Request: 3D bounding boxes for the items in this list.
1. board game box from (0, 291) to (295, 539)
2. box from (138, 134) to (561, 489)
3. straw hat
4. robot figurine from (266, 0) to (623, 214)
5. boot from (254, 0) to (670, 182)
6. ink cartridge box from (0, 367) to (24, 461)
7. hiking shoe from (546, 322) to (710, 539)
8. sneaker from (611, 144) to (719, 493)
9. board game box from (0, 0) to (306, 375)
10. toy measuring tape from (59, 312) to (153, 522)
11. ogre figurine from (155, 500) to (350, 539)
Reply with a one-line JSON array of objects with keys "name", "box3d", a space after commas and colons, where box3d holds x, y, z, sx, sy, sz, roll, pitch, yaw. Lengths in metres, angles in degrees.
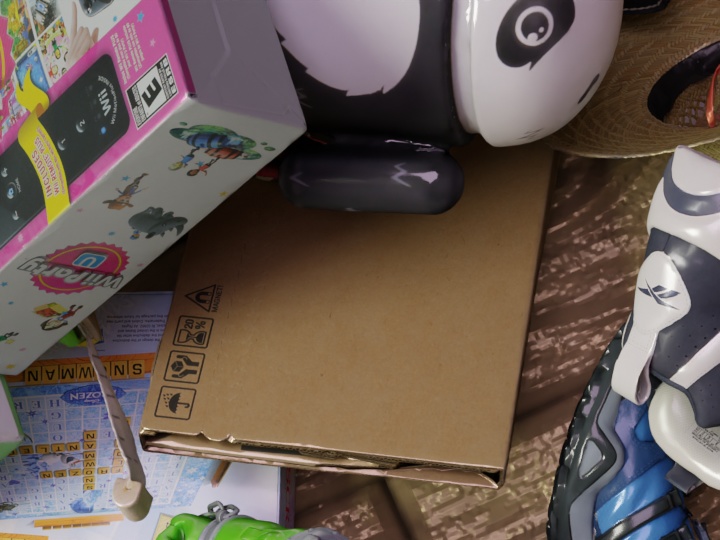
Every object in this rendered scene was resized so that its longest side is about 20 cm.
[{"name": "board game box", "box3d": [-0.129, 0.111, 1.098, 0.198, 0.041, 0.201, -1, 75, 9]}, {"name": "box", "box3d": [0.000, 0.000, 1.078, 0.162, 0.021, 0.201, 5, 55, 9]}, {"name": "straw hat", "box3d": [0.179, -0.071, 1.067, 0.200, 0.201, 0.085, -27, 117, 2]}, {"name": "robot figurine", "box3d": [0.008, -0.116, 0.988, 0.198, 0.151, 0.125, 7, 36, 15]}, {"name": "boot", "box3d": [0.036, -0.102, 1.088, 0.202, 0.074, 0.155, 10, 61, 19]}, {"name": "ink cartridge box", "box3d": [-0.252, 0.058, 1.055, 0.200, 0.084, 0.146, -38, 64, 35]}, {"name": "hiking shoe", "box3d": [0.123, 0.119, 1.048, 0.086, 0.074, 0.202, 13, 88, 4]}, {"name": "sneaker", "box3d": [0.177, 0.038, 1.011, 0.079, 0.199, 0.130, 29, 96, 42]}, {"name": "board game box", "box3d": [-0.123, -0.070, 0.963, 0.200, 0.064, 0.148, -39, 58, 37]}, {"name": "toy measuring tape", "box3d": [-0.151, 0.028, 1.062, 0.073, 0.074, 0.201, -23, 64, 3]}, {"name": "ogre figurine", "box3d": [0.006, 0.174, 0.996, 0.098, 0.120, 0.201, -22, 85, -27]}]
